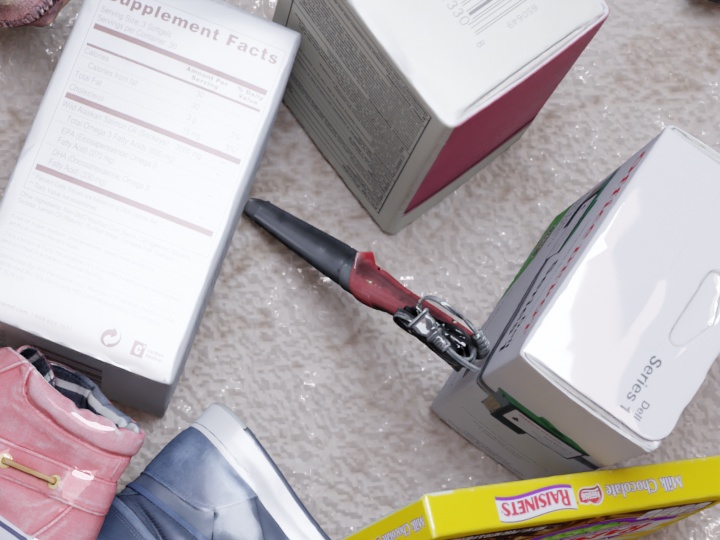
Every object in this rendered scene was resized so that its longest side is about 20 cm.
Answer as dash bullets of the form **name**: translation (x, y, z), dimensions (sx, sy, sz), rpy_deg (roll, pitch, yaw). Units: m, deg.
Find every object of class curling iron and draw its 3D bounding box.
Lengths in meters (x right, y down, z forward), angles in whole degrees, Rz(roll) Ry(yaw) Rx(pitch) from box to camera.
- **curling iron**: translation (0.000, 0.000, 0.994), dimensions (0.026, 0.050, 0.200), rpy_deg (-50, 44, -5)

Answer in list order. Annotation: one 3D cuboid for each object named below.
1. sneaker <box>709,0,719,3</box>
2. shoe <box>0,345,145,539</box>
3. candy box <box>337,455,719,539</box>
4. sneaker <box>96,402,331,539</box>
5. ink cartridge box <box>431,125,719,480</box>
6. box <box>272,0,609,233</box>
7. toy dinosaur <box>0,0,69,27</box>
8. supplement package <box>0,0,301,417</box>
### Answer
- **sneaker**: translation (0.197, -0.257, 1.121), dimensions (0.097, 0.071, 0.201), rpy_deg (-27, 76, -23)
- **shoe**: translation (-0.198, 0.071, 0.953), dimensions (0.199, 0.071, 0.091), rpy_deg (31, 93, 26)
- **candy box**: translation (0.089, 0.128, 0.960), dimensions (0.199, 0.102, 0.027), rpy_deg (-3, 72, -33)
- **sneaker**: translation (-0.067, 0.190, 0.969), dimensions (0.146, 0.077, 0.203), rpy_deg (-37, 78, -22)
- **ink cartridge box**: translation (0.126, 0.025, 0.975), dimensions (0.084, 0.200, 0.147), rpy_deg (35, 74, -1)
- **box**: translation (0.033, -0.122, 0.997), dimensions (0.109, 0.200, 0.128), rpy_deg (-36, 84, -14)
- **toy dinosaur**: translation (-0.192, -0.160, 1.004), dimensions (0.086, 0.199, 0.136), rpy_deg (37, 74, -34)
- **supplement package**: translation (-0.121, -0.041, 1.000), dimensions (0.116, 0.117, 0.201), rpy_deg (21, 74, -3)
